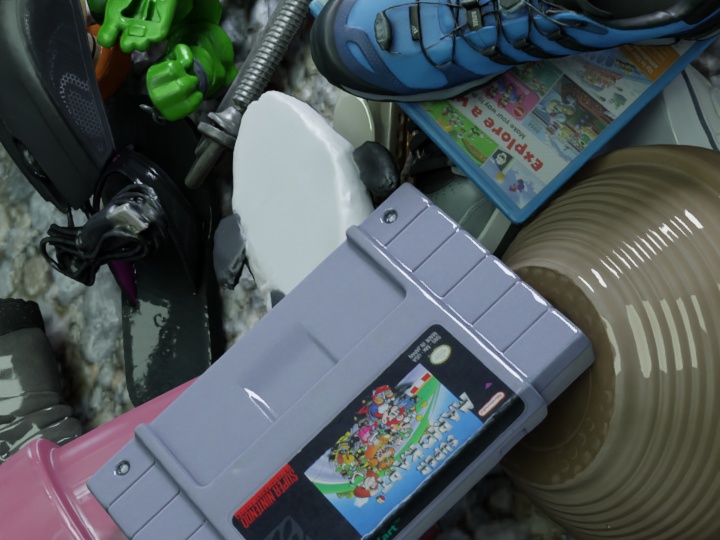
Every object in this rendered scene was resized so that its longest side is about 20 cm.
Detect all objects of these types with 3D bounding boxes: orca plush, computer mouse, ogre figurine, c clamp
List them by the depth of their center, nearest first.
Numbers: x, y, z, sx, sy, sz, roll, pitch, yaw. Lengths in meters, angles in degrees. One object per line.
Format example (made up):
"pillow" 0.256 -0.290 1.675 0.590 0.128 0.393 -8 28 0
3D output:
"orca plush" 0.000 0.000 0.886 0.105 0.071 0.200 -47 53 7
"c clamp" -0.043 -0.129 0.970 0.027 0.171 0.200 29 93 -10
"computer mouse" -0.174 -0.089 0.983 0.138 0.053 0.200 -17 90 60
"ogre figurine" -0.114 -0.169 1.024 0.098 0.120 0.200 -39 72 5

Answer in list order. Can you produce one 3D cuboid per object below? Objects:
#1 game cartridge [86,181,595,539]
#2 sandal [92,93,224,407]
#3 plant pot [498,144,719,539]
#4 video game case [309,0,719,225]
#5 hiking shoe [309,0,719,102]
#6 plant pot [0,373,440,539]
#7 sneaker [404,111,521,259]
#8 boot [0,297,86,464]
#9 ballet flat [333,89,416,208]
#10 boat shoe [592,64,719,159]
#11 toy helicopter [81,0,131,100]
"game cartridge" -0.010 0.065 0.782 0.200 0.038 0.130 -43 48 -5
"sandal" -0.117 -0.015 1.035 0.075 0.048 0.201 -20 69 23
"plant pot" 0.113 0.043 0.826 0.201 0.093 0.201 3 94 52
"video game case" 0.096 -0.140 0.849 0.200 0.018 0.143 -44 87 0
"hiking shoe" 0.073 -0.124 0.797 0.200 0.087 0.075 -13 86 2
"plant pot" -0.068 0.136 0.901 0.179 0.200 0.200 -39 62 -2
"sneaker" 0.035 -0.093 0.901 0.084 0.121 0.200 -15 50 50
"boot" -0.245 0.116 1.065 0.200 0.070 0.132 -34 69 22
"ballet flat" 0.014 -0.105 0.973 0.069 0.071 0.200 -8 74 33
"boat shoe" 0.166 -0.051 0.879 0.200 0.066 0.072 60 139 30
"toy helicopter" -0.221 -0.172 1.130 0.132 0.079 0.200 -30 54 29
